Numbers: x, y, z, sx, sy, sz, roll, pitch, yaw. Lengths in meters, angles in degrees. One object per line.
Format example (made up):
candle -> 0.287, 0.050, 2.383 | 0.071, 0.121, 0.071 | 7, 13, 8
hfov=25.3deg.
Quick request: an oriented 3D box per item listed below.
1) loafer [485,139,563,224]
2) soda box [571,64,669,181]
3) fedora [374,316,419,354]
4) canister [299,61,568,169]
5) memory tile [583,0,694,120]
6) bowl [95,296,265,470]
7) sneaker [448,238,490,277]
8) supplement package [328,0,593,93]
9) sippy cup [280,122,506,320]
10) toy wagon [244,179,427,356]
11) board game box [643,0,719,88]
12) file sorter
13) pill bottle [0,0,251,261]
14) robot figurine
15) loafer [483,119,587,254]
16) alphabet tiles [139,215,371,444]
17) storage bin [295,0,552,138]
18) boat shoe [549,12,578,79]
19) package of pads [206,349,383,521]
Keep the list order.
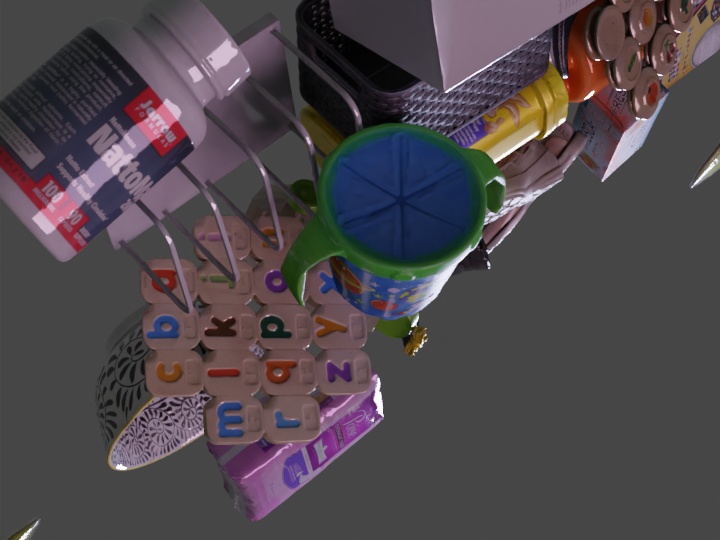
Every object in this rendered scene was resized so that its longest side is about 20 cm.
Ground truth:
loafer -> 0.138, -0.093, 1.618 | 0.070, 0.070, 0.200 | -36, 175, 30
soda box -> 0.273, -0.163, 1.727 | 0.068, 0.064, 0.200 | -42, 171, -7
fedora -> 0.000, 0.000, 1.567 | 0.091, 0.201, 0.201 | -11, 147, 0
canister -> 0.064, -0.140, 1.446 | 0.200, 0.149, 0.087 | -34, 151, -17
memory tile -> 0.270, -0.254, 1.491 | 0.153, 0.017, 0.200 | 44, 63, -46
bowl -> -0.170, 0.083, 1.457 | 0.201, 0.094, 0.201 | -35, 164, -11
sneaker -> 0.070, -0.047, 1.656 | 0.091, 0.076, 0.200 | -22, 140, 7
supplement package -> 0.081, -0.283, 1.242 | 0.200, 0.147, 0.192 | -33, 135, -23
sippy cup -> 0.028, -0.029, 1.307 | 0.177, 0.140, 0.130 | 7, 152, -2
toy wagon -> -0.021, 0.005, 1.461 | 0.040, 0.200, 0.155 | -53, 175, -39
board game box -> 0.357, -0.291, 1.763 | 0.135, 0.035, 0.200 | -36, 151, -18
file sorter -> -0.108, -0.081, 1.314 | 0.200, 0.125, 0.139 | -36, 150, -17
pill bottle -> -0.183, -0.114, 1.175 | 0.200, 0.120, 0.120 | -43, 152, -7
robot figurine -> 0.228, -0.242, 1.568 | 0.200, 0.117, 0.144 | -37, 117, -19
loafer -> 0.162, -0.090, 1.748 | 0.200, 0.063, 0.072 | -49, -177, 22
alphabet tiles -> -0.089, 0.049, 1.367 | 0.195, 0.201, 0.015 | 0, 162, -17
storage bin -> 0.056, -0.197, 1.368 | 0.200, 0.135, 0.094 | -33, 149, -23
boat shoe -> 0.189, -0.264, 1.450 | 0.075, 0.062, 0.201 | -39, 134, -77
package of pads -> -0.068, 0.175, 1.756 | 0.200, 0.076, 0.121 | -37, 154, -16
